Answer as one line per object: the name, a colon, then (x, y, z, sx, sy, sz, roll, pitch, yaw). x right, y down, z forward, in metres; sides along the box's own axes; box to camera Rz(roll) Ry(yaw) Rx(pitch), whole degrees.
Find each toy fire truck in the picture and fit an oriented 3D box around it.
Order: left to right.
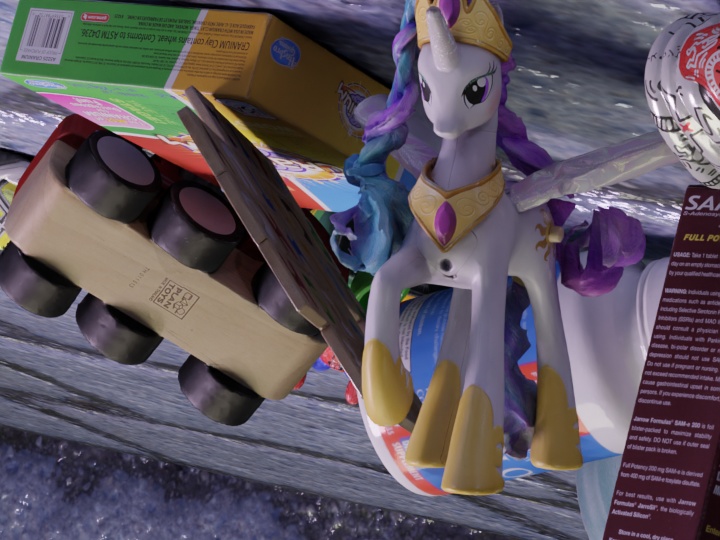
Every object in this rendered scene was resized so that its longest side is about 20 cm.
toy fire truck: (-0.104, -0.024, 1.468, 0.176, 0.129, 0.200, 31, -152, -15)

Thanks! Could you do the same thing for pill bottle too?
pill bottle: (0.107, 0.050, 1.462, 0.200, 0.113, 0.112, -17, 154, 32)

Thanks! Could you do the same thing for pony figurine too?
pony figurine: (0.059, -0.019, 1.093, 0.166, 0.201, 0.193, 4, -177, 23)

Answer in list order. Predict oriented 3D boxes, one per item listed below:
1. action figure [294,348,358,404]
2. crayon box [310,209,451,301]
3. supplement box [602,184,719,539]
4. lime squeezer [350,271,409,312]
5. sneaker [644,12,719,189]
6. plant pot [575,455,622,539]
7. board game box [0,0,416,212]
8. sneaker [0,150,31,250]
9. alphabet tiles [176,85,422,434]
action figure: (-0.011, 0.055, 1.672, 0.065, 0.052, 0.200, 19, 168, -1)
crayon box: (0.018, 0.006, 1.627, 0.125, 0.052, 0.200, 17, 171, -14)
supplement box: (0.185, 0.070, 1.276, 0.109, 0.201, 0.061, 22, 167, -41)
lime squeezer: (0.000, 0.000, 1.479, 0.038, 0.071, 0.200, 22, 160, -36)
sneaker: (0.197, -0.044, 1.003, 0.201, 0.067, 0.108, 25, 168, -34)
plant pot: (0.242, 0.112, 1.554, 0.200, 0.201, 0.134, 18, 145, -17)
board game box: (-0.050, -0.074, 1.289, 0.153, 0.040, 0.200, 8, 169, 37)
sneaker: (-0.209, -0.029, 1.704, 0.200, 0.077, 0.075, 9, 171, 37)
alphabet tiles: (-0.024, -0.004, 1.161, 0.167, 0.008, 0.200, 58, -176, 17)
